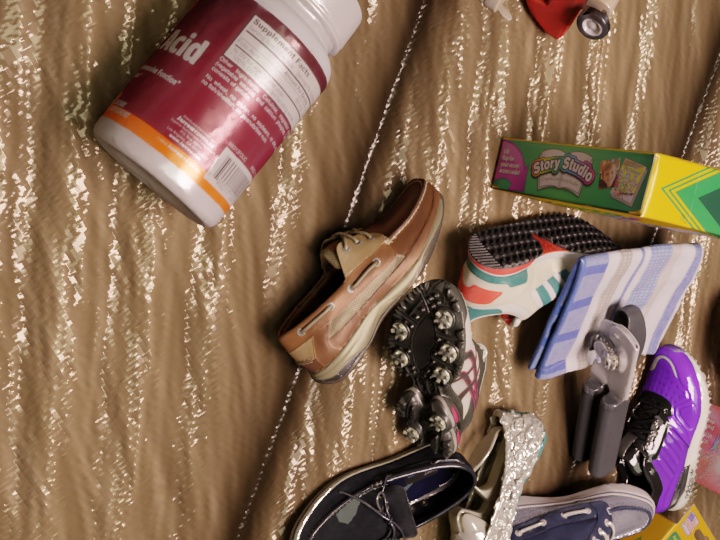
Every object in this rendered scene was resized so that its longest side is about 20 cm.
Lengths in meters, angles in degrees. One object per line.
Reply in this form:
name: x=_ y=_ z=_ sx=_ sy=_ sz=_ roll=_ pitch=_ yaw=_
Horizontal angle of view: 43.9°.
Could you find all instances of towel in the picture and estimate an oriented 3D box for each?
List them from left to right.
towel: x=0.269 y=0.041 z=0.928 sx=0.199 sy=0.024 sz=0.148 roll=-6 pitch=125 yaw=-36

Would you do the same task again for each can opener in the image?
can opener: x=0.264 y=0.131 z=0.934 sx=0.066 sy=0.053 sz=0.201 roll=-16 pitch=128 yaw=-25

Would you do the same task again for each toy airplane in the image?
toy airplane: x=0.168 y=-0.308 z=0.766 sx=0.200 sy=0.140 sz=0.201 roll=-15 pitch=125 yaw=-60

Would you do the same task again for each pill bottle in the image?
pill bottle: x=-0.095 y=-0.143 z=0.671 sx=0.114 sy=0.114 sz=0.201 roll=42 pitch=80 yaw=-29

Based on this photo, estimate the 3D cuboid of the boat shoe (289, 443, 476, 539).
boat shoe: x=0.025 y=0.224 z=0.850 sx=0.199 sy=0.062 sz=0.075 roll=-22 pitch=113 yaw=-22

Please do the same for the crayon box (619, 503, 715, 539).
crayon box: x=0.340 y=0.378 z=1.066 sx=0.200 sy=0.051 sz=0.126 roll=-44 pitch=118 yaw=-13

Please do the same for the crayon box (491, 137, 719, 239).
crayon box: x=0.251 y=-0.074 z=0.829 sx=0.171 sy=0.200 sz=0.059 roll=7 pitch=97 yaw=-30

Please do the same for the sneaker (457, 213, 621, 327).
sneaker: x=0.172 y=0.004 z=0.891 sx=0.199 sy=0.070 sz=0.094 roll=-9 pitch=132 yaw=-36

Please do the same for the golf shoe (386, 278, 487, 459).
golf shoe: x=0.076 y=0.078 z=0.828 sx=0.088 sy=0.077 sz=0.201 roll=-41 pitch=144 yaw=-38

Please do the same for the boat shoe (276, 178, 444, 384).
boat shoe: x=0.000 y=0.000 z=0.780 sx=0.074 sy=0.076 sz=0.201 roll=37 pitch=77 yaw=-21

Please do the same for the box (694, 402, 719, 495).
box: x=0.467 y=0.229 z=1.017 sx=0.102 sy=0.200 sz=0.095 roll=23 pitch=90 yaw=-31

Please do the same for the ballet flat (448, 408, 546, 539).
ballet flat: x=0.124 y=0.232 z=0.908 sx=0.071 sy=0.072 sz=0.201 roll=27 pitch=79 yaw=-31

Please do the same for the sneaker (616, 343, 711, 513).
sneaker: x=0.328 y=0.185 z=1.006 sx=0.099 sy=0.069 sz=0.202 roll=-4 pitch=103 yaw=-26

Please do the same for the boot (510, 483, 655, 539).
boot: x=0.236 y=0.284 z=0.941 sx=0.198 sy=0.090 sz=0.073 roll=-3 pitch=118 yaw=-15
